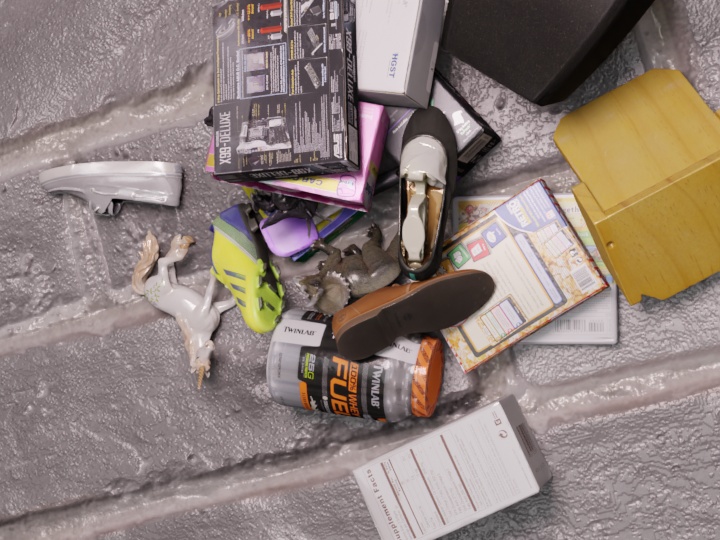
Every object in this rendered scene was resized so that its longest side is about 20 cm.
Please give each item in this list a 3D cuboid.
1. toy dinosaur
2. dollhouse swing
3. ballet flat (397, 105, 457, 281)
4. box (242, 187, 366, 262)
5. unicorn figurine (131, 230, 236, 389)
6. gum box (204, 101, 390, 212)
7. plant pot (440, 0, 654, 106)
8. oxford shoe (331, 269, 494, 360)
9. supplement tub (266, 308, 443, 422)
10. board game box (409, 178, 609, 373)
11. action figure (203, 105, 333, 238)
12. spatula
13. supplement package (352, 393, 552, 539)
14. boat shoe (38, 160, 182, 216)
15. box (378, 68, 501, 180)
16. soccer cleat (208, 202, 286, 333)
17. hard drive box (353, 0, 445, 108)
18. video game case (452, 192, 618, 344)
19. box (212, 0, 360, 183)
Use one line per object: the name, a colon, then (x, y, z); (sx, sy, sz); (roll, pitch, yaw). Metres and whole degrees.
toy dinosaur: (0.000, 0.000, 1.584); (0.199, 0.077, 0.102); (-16, 51, -21)
dollhouse swing: (0.349, -0.103, 1.504); (0.199, 0.176, 0.182); (-28, 122, 4)
ballet flat: (0.073, -0.087, 1.453); (0.068, 0.068, 0.201); (2, 93, 14)
box: (-0.092, -0.124, 1.635); (0.117, 0.048, 0.200); (-38, 79, 11)
unicorn figurine: (-0.219, 0.044, 1.664); (0.200, 0.074, 0.138); (36, 100, 29)
gum box: (-0.077, -0.146, 1.477); (0.199, 0.066, 0.114); (12, 85, 10)
plant pot: (0.202, -0.295, 1.437); (0.199, 0.200, 0.178); (32, 109, 12)
oxford shoe: (0.058, 0.035, 1.506); (0.199, 0.071, 0.072); (-19, 125, -5)
supplement tub: (-0.005, 0.118, 1.570); (0.199, 0.122, 0.123); (6, 91, 16)
board game box: (0.173, 0.007, 1.538); (0.199, 0.046, 0.152); (-32, 81, 14)
action figure: (-0.099, -0.127, 1.564); (0.119, 0.102, 0.200); (-36, 83, 6)
spatula: (-0.028, -0.079, 1.584); (0.199, 0.021, 0.057); (-27, 80, 11)
supplement package: (0.111, 0.245, 1.540); (0.199, 0.117, 0.118); (-27, 83, 14)
boat shoe: (-0.330, -0.106, 1.695); (0.199, 0.072, 0.069); (-1, 89, 6)
box: (0.059, -0.199, 1.553); (0.106, 0.122, 0.200); (-44, 79, 12)
soccer cleat: (-0.146, 0.005, 1.598); (0.083, 0.065, 0.201); (-28, 50, 17)
hard drive box: (-0.014, -0.276, 1.471); (0.199, 0.077, 0.157); (10, 87, 23)
video game case: (0.212, -0.002, 1.563); (0.199, 0.023, 0.183); (-1, 90, 16)
box: (-0.083, -0.203, 1.416); (0.157, 0.050, 0.201); (-5, 81, 18)
